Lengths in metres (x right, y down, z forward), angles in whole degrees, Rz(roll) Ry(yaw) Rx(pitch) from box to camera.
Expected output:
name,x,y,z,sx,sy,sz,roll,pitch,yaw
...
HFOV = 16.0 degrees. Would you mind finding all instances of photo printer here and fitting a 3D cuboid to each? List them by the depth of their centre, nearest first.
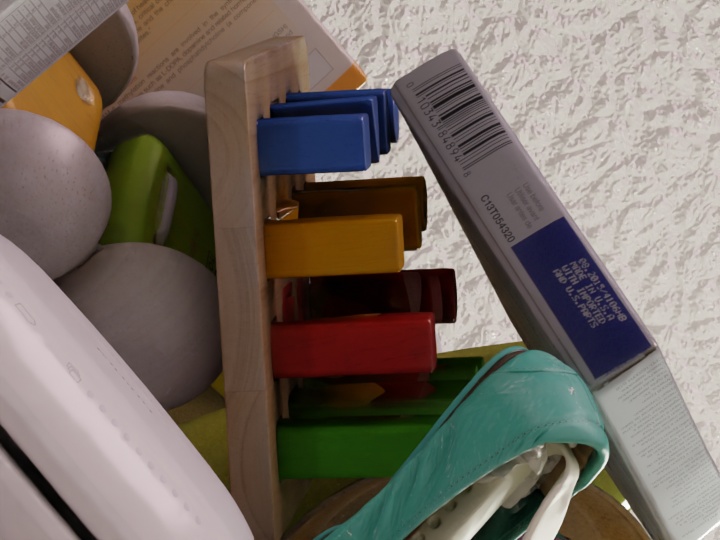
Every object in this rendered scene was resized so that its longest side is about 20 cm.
name,x,y,z,sx,sy,sz,roll,pitch,yaw
photo printer,-0.106,0.058,0.864,0.166,0.069,0.200,50,-2,1

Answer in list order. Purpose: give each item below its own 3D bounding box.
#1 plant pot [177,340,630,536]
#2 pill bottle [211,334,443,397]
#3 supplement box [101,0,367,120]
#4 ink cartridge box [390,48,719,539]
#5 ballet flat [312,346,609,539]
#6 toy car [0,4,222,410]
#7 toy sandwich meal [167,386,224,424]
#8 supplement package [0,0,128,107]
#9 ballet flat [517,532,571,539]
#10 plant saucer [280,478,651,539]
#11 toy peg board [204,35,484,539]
name,x,y,z,sx,sy,sz,roll,pitch,yaw
plant pot,0.034,0.118,1.318,0.187,0.200,0.187,60,8,-14
pill bottle,-0.028,0.040,1.421,0.200,0.109,0.109,44,2,-38
supplement box,-0.111,-0.127,1.243,0.200,0.126,0.074,48,-2,-16
ink cartridge box,0.098,0.026,1.157,0.197,0.043,0.200,58,1,38
ballet flat,0.021,0.118,1.006,0.070,0.200,0.067,44,1,40
toy car,-0.142,-0.023,1.130,0.200,0.150,0.175,47,27,-28
toy sandwich meal,-0.099,0.082,1.460,0.205,0.070,0.206,42,36,-40
supplement package,-0.179,-0.128,0.924,0.152,0.200,0.151,50,-2,1
ballet flat,0.078,0.214,1.160,0.069,0.071,0.201,-158,-112,-77
plant saucer,0.044,0.157,1.212,0.200,0.200,0.035,51,16,-29
toy peg board,0.000,0.000,1.128,0.200,0.097,0.200,-56,144,-80
